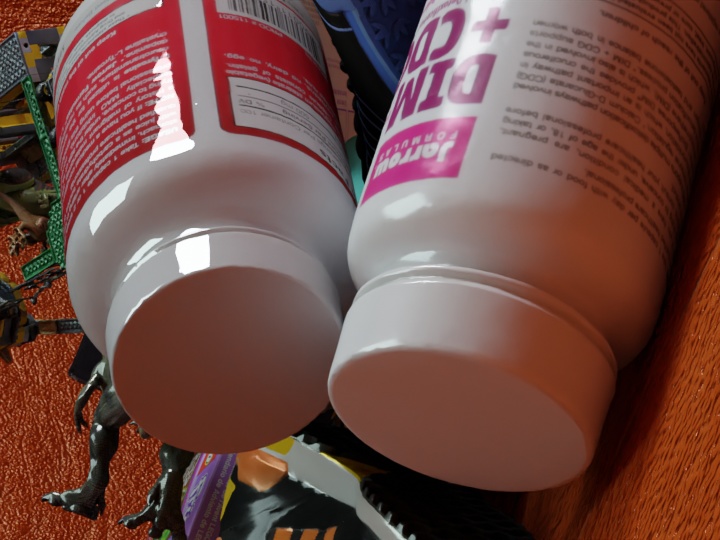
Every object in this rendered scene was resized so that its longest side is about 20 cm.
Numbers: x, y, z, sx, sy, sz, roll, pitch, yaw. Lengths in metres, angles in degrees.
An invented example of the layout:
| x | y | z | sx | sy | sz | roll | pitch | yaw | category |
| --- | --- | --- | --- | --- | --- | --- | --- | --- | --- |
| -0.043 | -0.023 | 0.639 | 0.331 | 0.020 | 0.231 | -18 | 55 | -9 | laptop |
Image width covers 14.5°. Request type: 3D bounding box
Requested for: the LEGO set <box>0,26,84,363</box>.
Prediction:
| x | y | z | sx | sy | sz | roll | pitch | yaw | category |
| --- | --- | --- | --- | --- | --- | --- | --- | --- | --- |
| -0.136 | -0.045 | 1.360 | 0.200 | 0.116 | 0.154 | -41 | 67 | 48 | LEGO set |

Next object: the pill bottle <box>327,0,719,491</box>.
| x | y | z | sx | sy | sz | roll | pitch | yaw | category |
| --- | --- | --- | --- | --- | --- | --- | --- | --- | --- |
| 0.061 | -0.030 | 1.010 | 0.113 | 0.113 | 0.200 | 116 | 173 | -60 | pill bottle |

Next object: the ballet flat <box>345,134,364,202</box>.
| x | y | z | sx | sy | sz | roll | pitch | yaw | category |
| --- | --- | --- | --- | --- | --- | --- | --- | --- | --- |
| 0.000 | 0.000 | 1.209 | 0.200 | 0.075 | 0.064 | -56 | -40 | -61 | ballet flat |

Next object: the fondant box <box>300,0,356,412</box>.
| x | y | z | sx | sy | sz | roll | pitch | yaw | category |
| --- | --- | --- | --- | --- | --- | --- | --- | --- | --- |
| -0.042 | -0.034 | 1.308 | 0.144 | 0.058 | 0.200 | -2 | -88 | -76 | fondant box |

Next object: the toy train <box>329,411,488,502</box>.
| x | y | z | sx | sy | sz | roll | pitch | yaw | category |
| --- | --- | --- | --- | --- | --- | --- | --- | --- | --- |
| 0.019 | 0.083 | 1.239 | 0.200 | 0.085 | 0.114 | 126 | 164 | -77 | toy train |

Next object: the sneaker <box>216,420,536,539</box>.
| x | y | z | sx | sy | sz | roll | pitch | yaw | category |
| --- | --- | --- | --- | --- | --- | --- | --- | --- | --- |
| 0.002 | 0.120 | 1.078 | 0.200 | 0.070 | 0.090 | 31 | 104 | 59 | sneaker |

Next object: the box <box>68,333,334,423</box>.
| x | y | z | sx | sy | sz | roll | pitch | yaw | category |
| --- | --- | --- | --- | --- | --- | --- | --- | --- | --- |
| -0.023 | -0.004 | 1.449 | 0.124 | 0.200 | 0.197 | -161 | 92 | -86 | box |

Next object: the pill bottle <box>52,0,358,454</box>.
| x | y | z | sx | sy | sz | roll | pitch | yaw | category |
| --- | --- | --- | --- | --- | --- | --- | --- | --- | --- |
| -0.058 | -0.026 | 1.078 | 0.200 | 0.112 | 0.112 | -101 | 28 | -53 | pill bottle |

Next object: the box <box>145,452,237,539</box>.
| x | y | z | sx | sy | sz | roll | pitch | yaw | category |
| --- | --- | --- | --- | --- | --- | --- | --- | --- | --- |
| -0.086 | 0.165 | 1.223 | 0.137 | 0.039 | 0.200 | -50 | 16 | 60 | box |

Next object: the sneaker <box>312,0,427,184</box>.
| x | y | z | sx | sy | sz | roll | pitch | yaw | category |
| --- | --- | --- | --- | --- | --- | --- | --- | --- | --- |
| 0.021 | -0.065 | 1.119 | 0.078 | 0.200 | 0.070 | -12 | 30 | 46 | sneaker |

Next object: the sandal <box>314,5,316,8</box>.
| x | y | z | sx | sy | sz | roll | pitch | yaw | category |
| --- | --- | --- | --- | --- | --- | --- | --- | --- | --- |
| 0.058 | -0.150 | 1.248 | 0.055 | 0.200 | 0.082 | 15 | 127 | 60 | sandal |

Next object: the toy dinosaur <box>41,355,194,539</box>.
| x | y | z | sx | sy | sz | roll | pitch | yaw | category |
| --- | --- | --- | --- | --- | --- | --- | --- | --- | --- |
| -0.087 | 0.064 | 1.176 | 0.200 | 0.047 | 0.088 | 1 | 71 | 68 | toy dinosaur |
